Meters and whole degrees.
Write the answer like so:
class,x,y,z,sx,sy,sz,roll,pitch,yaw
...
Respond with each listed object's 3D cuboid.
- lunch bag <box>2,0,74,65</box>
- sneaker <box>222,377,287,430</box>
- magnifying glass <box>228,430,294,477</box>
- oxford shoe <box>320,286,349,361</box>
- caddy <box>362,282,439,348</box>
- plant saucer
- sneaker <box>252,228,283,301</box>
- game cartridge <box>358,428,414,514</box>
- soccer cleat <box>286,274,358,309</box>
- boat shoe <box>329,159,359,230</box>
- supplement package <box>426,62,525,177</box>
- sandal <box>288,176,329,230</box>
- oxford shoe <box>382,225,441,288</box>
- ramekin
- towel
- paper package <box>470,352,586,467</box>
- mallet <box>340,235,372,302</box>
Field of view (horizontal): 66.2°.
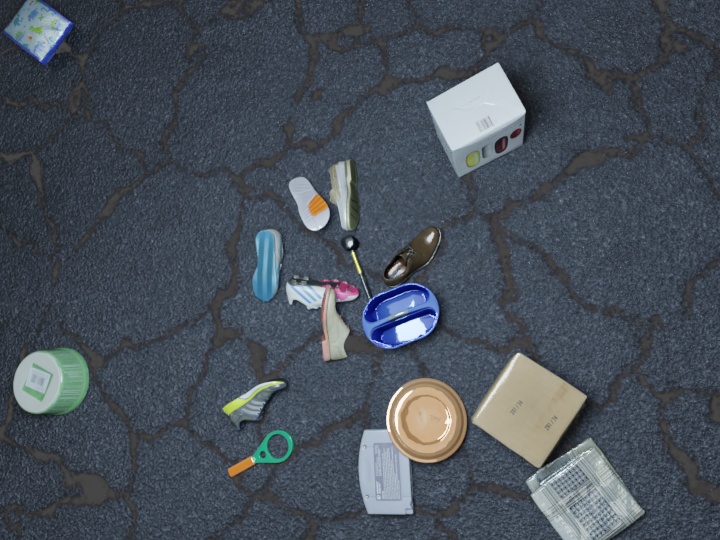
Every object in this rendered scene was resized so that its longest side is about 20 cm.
class,x,y,z,sx,sy,sz,roll,pitch,yaw
lunch bag,-1.056,-0.792,1.844,0.199,0.127,0.171,36,91,27
sneaker,-0.270,0.353,1.477,0.199,0.074,0.081,-33,81,15
magnifying glass,-0.265,0.494,1.473,0.199,0.022,0.080,-30,75,6
oxford shoe,-0.066,0.138,1.438,0.073,0.071,0.202,-2,109,-5
caddy,0.104,0.116,1.391,0.199,0.105,0.142,-23,75,10
plant saucer,0.161,0.365,1.353,0.198,0.032,0.202,-1,74,4
sneaker,-0.248,-0.014,1.527,0.076,0.081,0.202,11,103,15
game cartridge,0.062,0.498,1.376,0.132,0.041,0.202,-4,79,11
soccer cleat,-0.103,0.067,1.484,0.198,0.070,0.087,9,113,8
boat shoe,-0.047,-0.200,1.508,0.068,0.075,0.202,-8,72,20
supplement package,0.290,-0.364,1.374,0.190,0.200,0.148,-26,76,10
sandal,-0.138,-0.179,1.537,0.079,0.059,0.208,-23,54,-6
oxford shoe,0.134,-0.037,1.422,0.073,0.084,0.200,41,91,19
ramekin,-0.918,0.328,1.632,0.198,0.098,0.202,-3,80,15
towel,0.506,0.515,1.255,0.192,0.035,0.201,-37,73,7
paper package,0.388,0.320,1.284,0.190,0.103,0.201,33,89,16
mallet,0.000,0.000,1.480,0.041,0.066,0.202,-21,91,12
